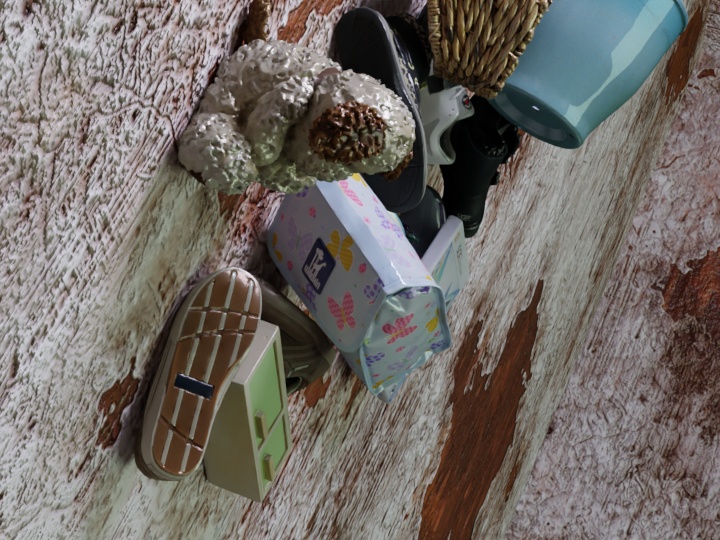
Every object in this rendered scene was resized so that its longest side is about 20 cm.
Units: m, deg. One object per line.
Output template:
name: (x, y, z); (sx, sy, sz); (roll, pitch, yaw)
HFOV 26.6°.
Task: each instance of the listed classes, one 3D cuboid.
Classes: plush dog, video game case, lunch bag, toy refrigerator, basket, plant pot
plush dog: (-0.034, -0.130, 1.270); (0.200, 0.170, 0.162); (-8, 115, -71)
video game case: (0.071, 0.051, 1.840); (0.201, 0.022, 0.183); (-57, 163, -14)
lunch bag: (-0.004, 0.002, 1.483); (0.126, 0.170, 0.200); (-31, 156, -10)
toy refrigerator: (-0.112, 0.134, 1.473); (0.201, 0.069, 0.076); (88, 25, -49)
basket: (0.100, -0.277, 1.585); (0.143, 0.148, 0.200); (-60, -171, 22)
plant pot: (0.237, -0.251, 1.722); (0.189, 0.199, 0.200); (-57, 161, -8)

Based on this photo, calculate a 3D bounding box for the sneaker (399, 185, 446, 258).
sneaker: (0.046, -0.006, 1.834); (0.087, 0.074, 0.202); (-4, 112, -67)

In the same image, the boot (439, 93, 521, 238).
boot: (0.147, -0.162, 1.867); (0.169, 0.076, 0.201); (109, -7, -48)

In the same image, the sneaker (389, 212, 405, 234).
sneaker: (0.000, 0.000, 1.685); (0.201, 0.076, 0.081); (89, 26, -43)

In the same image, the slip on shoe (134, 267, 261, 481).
slip on shoe: (-0.147, 0.091, 1.344); (0.060, 0.076, 0.202); (-21, -131, 58)

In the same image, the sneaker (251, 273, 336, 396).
sneaker: (-0.080, 0.074, 1.517); (0.076, 0.070, 0.200); (-49, 151, -7)

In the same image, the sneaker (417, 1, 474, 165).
sneaker: (0.095, -0.216, 1.748); (0.074, 0.088, 0.202); (-44, 146, -55)

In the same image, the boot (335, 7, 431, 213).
boot: (0.042, -0.170, 1.556); (0.154, 0.073, 0.206); (-33, 110, -69)
